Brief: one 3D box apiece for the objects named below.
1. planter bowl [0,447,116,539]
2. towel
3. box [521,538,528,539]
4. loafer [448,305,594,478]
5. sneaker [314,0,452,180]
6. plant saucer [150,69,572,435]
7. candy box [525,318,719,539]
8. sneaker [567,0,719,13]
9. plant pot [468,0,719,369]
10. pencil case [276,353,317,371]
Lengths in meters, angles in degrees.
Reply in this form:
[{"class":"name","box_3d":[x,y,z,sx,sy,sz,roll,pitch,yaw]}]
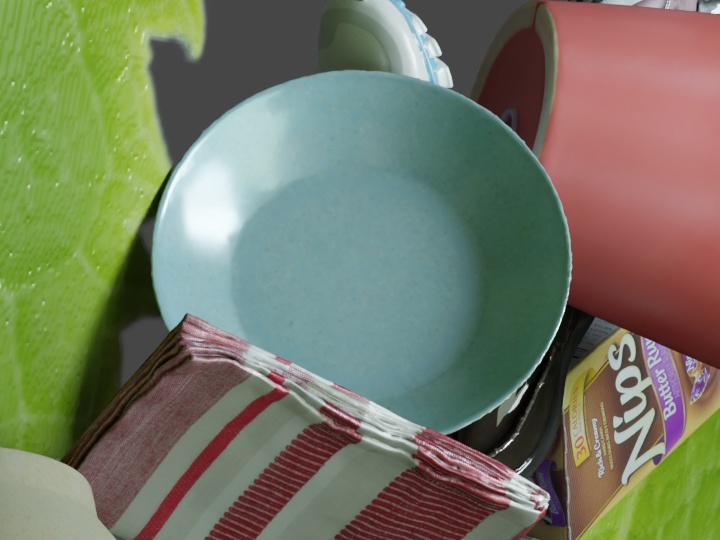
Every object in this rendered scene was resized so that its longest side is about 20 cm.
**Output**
[{"class":"planter bowl","box_3d":[-0.168,0.153,1.221,0.200,0.200,0.135,38,43,-55]},{"class":"towel","box_3d":[-0.031,0.107,1.364,0.199,0.144,0.023,26,42,-19]},{"class":"box","box_3d":[0.134,0.219,1.669,0.148,0.199,0.105,22,84,-57]},{"class":"loafer","box_3d":[0.078,0.040,1.648,0.071,0.073,0.200,60,43,-42]},{"class":"sneaker","box_3d":[-0.004,-0.044,1.485,0.087,0.075,0.201,-28,124,-42]},{"class":"plant saucer","box_3d":[0.000,0.000,1.414,0.201,0.200,0.039,-59,168,-24]},{"class":"candy box","box_3d":[0.153,0.066,1.776,0.200,0.056,0.117,-36,131,-44]},{"class":"sneaker","box_3d":[0.195,-0.098,1.725,0.115,0.076,0.200,-30,132,-14]},{"class":"plant pot","box_3d":[0.155,-0.055,1.582,0.177,0.200,0.201,13,92,-16]},{"class":"pencil case","box_3d":[-0.056,0.127,1.460,0.093,0.091,0.201,4,97,-26]}]
